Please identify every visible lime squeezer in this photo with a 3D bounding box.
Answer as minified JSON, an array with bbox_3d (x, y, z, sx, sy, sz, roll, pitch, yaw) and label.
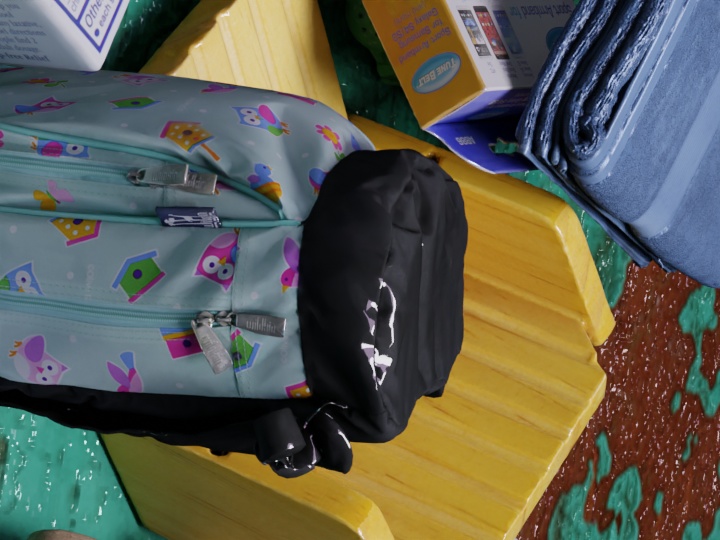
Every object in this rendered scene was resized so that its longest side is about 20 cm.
[{"bbox_3d":[0.019,-0.113,1.244,0.071,0.038,0.200,-97,162,-45],"label":"lime squeezer"}]

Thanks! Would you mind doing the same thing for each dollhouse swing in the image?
[{"bbox_3d":[0.000,0.000,1.112,0.200,0.181,0.176,-52,156,-38],"label":"dollhouse swing"}]

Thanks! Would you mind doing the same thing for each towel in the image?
[{"bbox_3d":[0.132,-0.067,1.184,0.112,0.048,0.200,-62,150,-4],"label":"towel"}]

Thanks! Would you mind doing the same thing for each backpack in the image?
[{"bbox_3d":[-0.069,-0.005,0.968,0.167,0.199,0.128,-13,109,-77],"label":"backpack"}]

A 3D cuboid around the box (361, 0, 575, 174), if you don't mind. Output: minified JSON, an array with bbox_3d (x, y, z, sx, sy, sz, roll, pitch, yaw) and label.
[{"bbox_3d":[0.036,-0.137,1.159,0.119,0.041,0.201,-10,71,-59],"label":"box"}]

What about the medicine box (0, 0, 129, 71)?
[{"bbox_3d":[-0.139,-0.197,0.907,0.200,0.102,0.183,49,55,-48],"label":"medicine box"}]

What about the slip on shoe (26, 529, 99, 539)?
[{"bbox_3d":[-0.072,0.141,1.107,0.199,0.076,0.061,12,71,-52],"label":"slip on shoe"}]

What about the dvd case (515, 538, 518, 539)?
[{"bbox_3d":[0.013,0.193,1.283,0.150,0.025,0.201,46,58,-50],"label":"dvd case"}]
